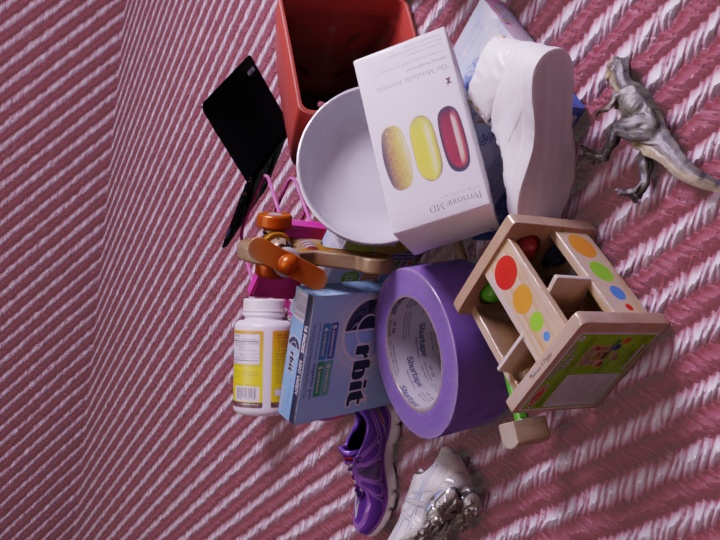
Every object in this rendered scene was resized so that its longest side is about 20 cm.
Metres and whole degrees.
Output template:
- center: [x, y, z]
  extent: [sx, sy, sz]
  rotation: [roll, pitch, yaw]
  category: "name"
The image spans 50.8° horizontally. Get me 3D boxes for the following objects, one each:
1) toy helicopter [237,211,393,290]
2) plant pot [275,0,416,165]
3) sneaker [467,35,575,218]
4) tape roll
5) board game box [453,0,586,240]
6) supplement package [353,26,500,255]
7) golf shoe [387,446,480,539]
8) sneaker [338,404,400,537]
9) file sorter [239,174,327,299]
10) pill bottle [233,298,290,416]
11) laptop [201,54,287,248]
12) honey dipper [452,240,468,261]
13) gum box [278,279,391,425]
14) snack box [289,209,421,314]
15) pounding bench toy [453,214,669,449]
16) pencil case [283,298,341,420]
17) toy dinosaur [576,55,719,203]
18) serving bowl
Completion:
- center: [-0.057, -0.018, 0.924]
  extent: [0.132, 0.194, 0.081]
  rotation: [-41, -43, -75]
  category: "toy helicopter"
- center: [-0.028, -0.256, 1.096]
  extent: [0.177, 0.194, 0.205]
  rotation: [123, 139, -58]
  category: "plant pot"
- center: [0.166, -0.142, 0.799]
  extent: [0.116, 0.072, 0.205]
  rotation: [-136, 38, -53]
  category: "sneaker"
- center: [0.097, 0.093, 0.916]
  extent: [0.199, 0.083, 0.206]
  rotation: [-147, 53, -59]
  category: "tape roll"
- center: [0.153, -0.180, 0.911]
  extent: [0.202, 0.042, 0.202]
  rotation: [-58, 45, 39]
  category: "board game box"
- center: [0.076, -0.138, 0.843]
  extent: [0.111, 0.109, 0.206]
  rotation: [-16, 75, 13]
  category: "supplement package"
- center: [0.086, 0.312, 0.984]
  extent: [0.202, 0.077, 0.099]
  rotation: [-56, 26, 33]
  category: "golf shoe"
- center: [0.003, 0.280, 1.094]
  extent: [0.080, 0.081, 0.207]
  rotation: [8, 96, 59]
  category: "sneaker"
- center: [-0.066, -0.050, 1.123]
  extent: [0.140, 0.195, 0.127]
  rotation: [-59, 39, 37]
  category: "file sorter"
- center: [-0.176, 0.155, 1.375]
  extent: [0.108, 0.107, 0.207]
  rotation: [-3, 85, 58]
  category: "pill bottle"
- center: [-0.181, -0.174, 1.117]
  extent: [0.202, 0.101, 0.179]
  rotation: [-60, 4, 40]
  category: "laptop"
- center: [0.132, -0.007, 0.949]
  extent: [0.038, 0.037, 0.205]
  rotation: [-41, 58, 49]
  category: "honey dipper"
- center: [-0.008, 0.102, 1.004]
  extent: [0.044, 0.196, 0.175]
  rotation: [26, 113, 46]
  category: "gum box"
- center: [0.000, 0.000, 1.060]
  extent: [0.202, 0.139, 0.054]
  rotation: [-60, 43, 36]
  category: "snack box"
- center: [0.176, 0.064, 0.781]
  extent: [0.202, 0.121, 0.158]
  rotation: [-62, 40, 35]
  category: "pounding bench toy"
- center: [-0.064, 0.135, 1.216]
  extent: [0.089, 0.086, 0.204]
  rotation: [-50, 48, 45]
  category: "pencil case"
- center: [0.265, -0.120, 0.724]
  extent: [0.089, 0.047, 0.203]
  rotation: [-51, 50, 35]
  category: "toy dinosaur"
- center: [0.019, -0.123, 0.943]
  extent: [0.066, 0.194, 0.206]
  rotation: [79, -175, -76]
  category: "serving bowl"
